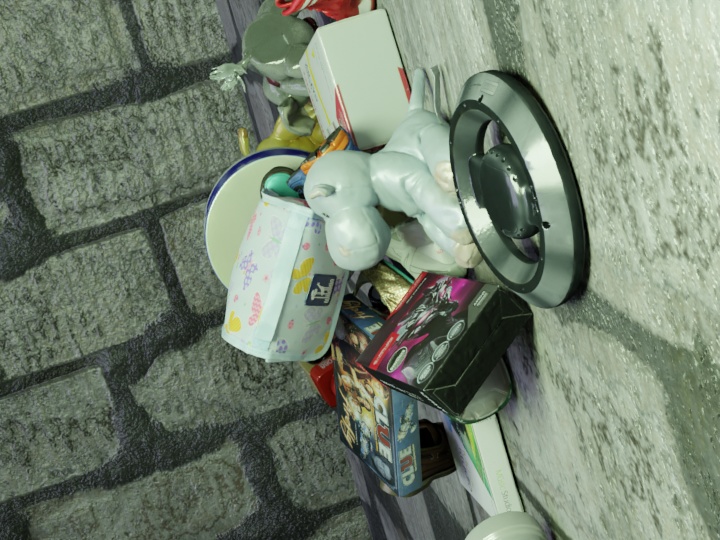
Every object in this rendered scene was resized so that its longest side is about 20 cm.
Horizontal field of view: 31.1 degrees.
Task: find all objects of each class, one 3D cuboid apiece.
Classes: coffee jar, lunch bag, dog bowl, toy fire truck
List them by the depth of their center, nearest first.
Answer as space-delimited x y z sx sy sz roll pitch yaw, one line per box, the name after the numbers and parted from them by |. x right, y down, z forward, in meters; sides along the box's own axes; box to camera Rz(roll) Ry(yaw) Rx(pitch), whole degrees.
-0.078 0.006 1.407 0.200 0.127 0.170 -105 31 -86 | lunch bag
0.102 0.107 1.456 0.105 0.085 0.200 65 172 -5 | coffee jar
-0.096 -0.050 1.612 0.079 0.199 0.201 -117 11 -77 | dog bowl
0.032 0.113 1.641 0.200 0.176 0.129 43 163 48 | toy fire truck

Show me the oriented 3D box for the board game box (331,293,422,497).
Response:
0.017 0.143 1.486 0.135 0.035 0.201 37 140 49 | board game box

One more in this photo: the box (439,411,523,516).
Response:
0.144 0.220 1.602 0.200 0.036 0.145 -152 44 -78 | box

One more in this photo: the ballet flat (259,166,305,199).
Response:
-0.079 -0.025 1.540 0.068 0.068 0.201 -98 4 -84 | ballet flat

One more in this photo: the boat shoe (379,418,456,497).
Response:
0.091 0.233 1.707 0.200 0.072 0.068 -32 -47 -64 | boat shoe

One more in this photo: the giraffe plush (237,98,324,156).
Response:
-0.070 -0.166 1.894 0.173 0.199 0.162 69 -159 2 | giraffe plush

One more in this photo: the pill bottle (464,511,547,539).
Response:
0.182 0.353 1.335 0.200 0.116 0.117 -116 11 -51 | pill bottle

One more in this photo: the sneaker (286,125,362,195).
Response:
-0.029 -0.099 1.427 0.078 0.075 0.200 46 175 -4 | sneaker

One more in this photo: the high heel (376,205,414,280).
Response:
0.018 -0.081 1.659 0.143 0.071 0.200 61 177 29 | high heel

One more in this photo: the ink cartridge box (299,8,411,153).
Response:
-0.004 -0.205 1.505 0.200 0.083 0.146 173 79 -82 | ink cartridge box

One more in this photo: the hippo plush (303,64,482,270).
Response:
0.029 -0.081 1.259 0.159 0.160 0.201 -147 40 -79 | hippo plush

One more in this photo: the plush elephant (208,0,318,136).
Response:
-0.086 -0.274 1.714 0.165 0.200 0.155 62 -172 19 | plush elephant

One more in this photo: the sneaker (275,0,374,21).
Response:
-0.045 -0.314 1.431 0.200 0.115 0.079 114 138 -77 | sneaker

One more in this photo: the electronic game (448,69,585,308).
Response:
0.126 -0.065 1.054 0.200 0.041 0.201 161 90 -74 | electronic game

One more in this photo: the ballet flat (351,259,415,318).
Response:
0.000 0.000 1.518 0.200 0.065 0.071 41 180 26 | ballet flat

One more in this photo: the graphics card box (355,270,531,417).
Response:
0.077 0.068 1.282 0.051 0.126 0.200 40 172 -18 | graphics card box

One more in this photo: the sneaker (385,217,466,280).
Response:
0.072 -0.012 1.453 0.200 0.078 0.100 167 81 -84 | sneaker
